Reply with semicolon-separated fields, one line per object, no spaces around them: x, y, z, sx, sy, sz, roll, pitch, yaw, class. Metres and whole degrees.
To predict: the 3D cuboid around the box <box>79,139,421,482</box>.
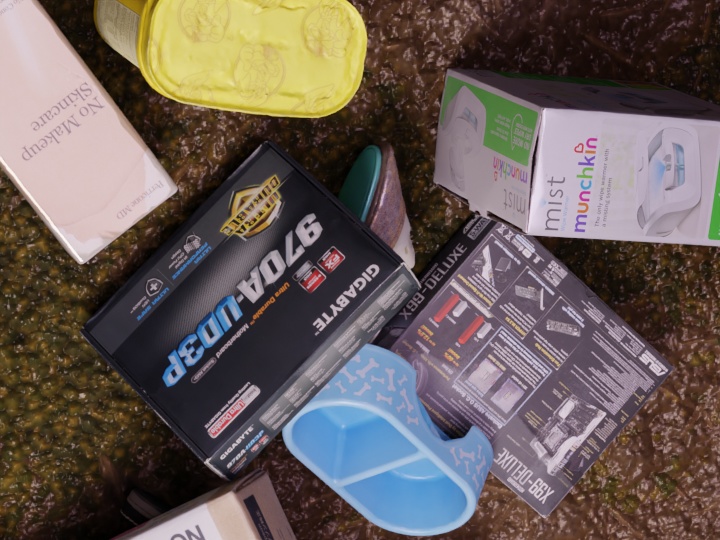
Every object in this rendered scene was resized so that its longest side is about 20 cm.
-0.080;0.027;1.723;0.200;0.159;0.046;-45;149;-3;box

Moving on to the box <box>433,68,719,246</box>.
0.168;-0.082;1.749;0.176;0.200;0.097;4;102;-18;box

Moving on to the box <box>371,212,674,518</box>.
0.120;0.070;1.852;0.200;0.050;0.158;40;89;-22;box

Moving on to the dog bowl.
0.016;0.130;1.790;0.111;0.050;0.200;-22;131;30;dog bowl

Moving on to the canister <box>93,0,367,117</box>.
-0.096;-0.167;1.642;0.148;0.200;0.087;5;102;-19;canister

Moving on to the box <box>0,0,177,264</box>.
-0.225;-0.112;1.679;0.095;0.078;0.200;-39;112;-5;box

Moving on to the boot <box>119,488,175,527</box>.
-0.145;0.273;1.807;0.151;0.073;0.200;-45;119;-5;boot

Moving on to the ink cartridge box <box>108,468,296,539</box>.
-0.127;0.259;1.719;0.200;0.075;0.165;-27;90;18;ink cartridge box

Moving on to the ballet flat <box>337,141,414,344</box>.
0.000;0.000;1.792;0.067;0.068;0.200;16;108;-25;ballet flat
